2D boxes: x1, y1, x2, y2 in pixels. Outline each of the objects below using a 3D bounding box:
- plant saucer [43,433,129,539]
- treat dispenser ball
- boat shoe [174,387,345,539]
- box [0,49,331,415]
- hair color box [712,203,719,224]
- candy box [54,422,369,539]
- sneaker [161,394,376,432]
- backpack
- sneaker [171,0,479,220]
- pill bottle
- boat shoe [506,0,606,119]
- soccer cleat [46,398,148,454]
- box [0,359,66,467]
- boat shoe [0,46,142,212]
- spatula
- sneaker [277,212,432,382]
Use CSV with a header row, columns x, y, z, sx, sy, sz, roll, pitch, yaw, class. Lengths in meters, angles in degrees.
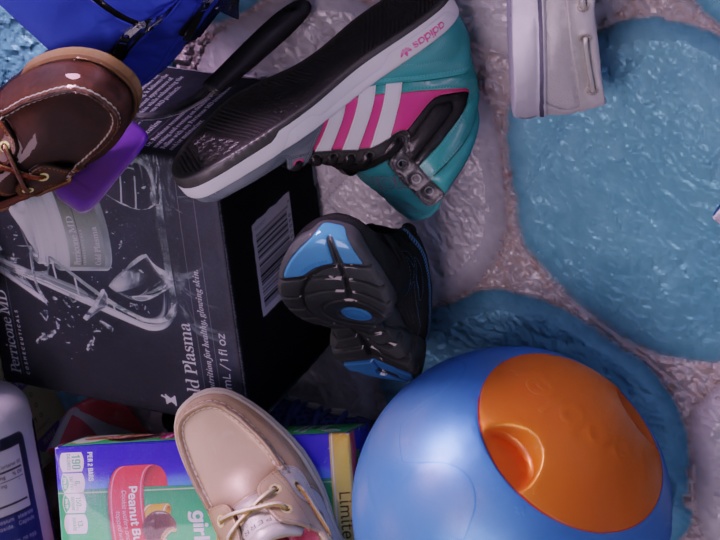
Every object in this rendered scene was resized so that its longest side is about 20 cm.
x,y,z,sx,sy,sz,roll,pitch,yaw,class
-0.155,0.213,1.682,0.199,0.037,0.202,5,106,16,plant saucer
0.094,0.148,1.520,0.200,0.201,0.202,15,126,21,treat dispenser ball
-0.051,0.162,1.514,0.074,0.069,0.200,-36,88,9,boat shoe
-0.138,-0.023,1.600,0.196,0.124,0.201,10,124,27,box
0.311,-0.010,1.386,0.200,0.061,0.100,40,131,2,hair color box
-0.090,0.189,1.597,0.199,0.077,0.170,-4,94,9,candy box
-0.064,0.110,1.667,0.198,0.081,0.116,-6,118,34,sneaker
-0.119,-0.216,1.436,0.162,0.168,0.200,38,130,-13,backpack
-0.007,-0.072,1.473,0.121,0.199,0.084,60,172,-29,sneaker
-0.265,0.138,1.619,0.111,0.111,0.201,-2,103,31,pill bottle
0.119,-0.180,1.394,0.069,0.071,0.201,-3,117,0,boat shoe
-0.151,0.180,1.765,0.067,0.076,0.200,-26,104,39,soccer cleat
-0.284,0.170,1.770,0.096,0.176,0.201,-11,114,34,box
-0.201,-0.071,1.456,0.070,0.071,0.200,39,145,-20,boat shoe
-0.106,-0.106,1.495,0.056,0.200,0.021,29,151,50,spatula
0.000,0.000,1.503,0.073,0.082,0.200,9,161,14,sneaker
